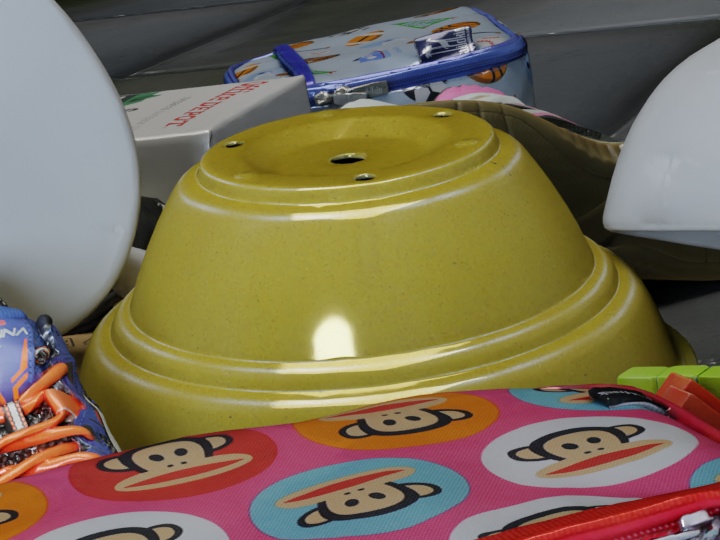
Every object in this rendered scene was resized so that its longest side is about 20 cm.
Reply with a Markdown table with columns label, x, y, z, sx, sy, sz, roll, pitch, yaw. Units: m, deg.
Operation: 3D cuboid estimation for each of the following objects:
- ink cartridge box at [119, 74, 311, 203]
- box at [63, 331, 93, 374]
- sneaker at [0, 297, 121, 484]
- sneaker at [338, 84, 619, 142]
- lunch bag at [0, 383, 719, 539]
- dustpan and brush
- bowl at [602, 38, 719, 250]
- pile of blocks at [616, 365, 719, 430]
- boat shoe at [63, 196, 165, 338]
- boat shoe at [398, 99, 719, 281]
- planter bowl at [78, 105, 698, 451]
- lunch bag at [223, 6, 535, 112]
| label | x | y | z | sx | sy | sz | roll | pitch | yaw |
| --- | --- | --- | --- | --- | --- | --- | --- | --- | --- |
| ink cartridge box | -0.125 | -0.023 | 1.117 | 0.199 | 0.085 | 0.146 | -6 | 12 | 15 |
| box | -0.052 | 0.040 | 0.903 | 0.199 | 0.021 | 0.163 | -9 | 12 | -10 |
| sneaker | -0.098 | 0.052 | 0.710 | 0.075 | 0.079 | 0.200 | -15 | 20 | -22 |
| sneaker | 0.045 | -0.033 | 1.077 | 0.086 | 0.081 | 0.200 | 10 | 24 | 28 |
| lunch bag | -0.002 | 0.087 | 0.497 | 0.199 | 0.082 | 0.176 | -13 | 16 | -17 |
| dustpan and brush | -0.101 | -0.016 | 0.863 | 0.057 | 0.140 | 0.200 | 3 | -16 | 45 |
| bowl | 0.197 | -0.034 | 0.820 | 0.200 | 0.075 | 0.199 | 6 | -1 | -39 |
| pile of blocks | 0.125 | 0.032 | 0.715 | 0.200 | 0.062 | 0.082 | -15 | 13 | -35 |
| boat shoe | -0.164 | 0.001 | 1.014 | 0.201 | 0.074 | 0.063 | -6 | -14 | 15 |
| boat shoe | 0.066 | -0.021 | 0.997 | 0.200 | 0.072 | 0.066 | 1 | -9 | -29 |
| planter bowl | 0.000 | 0.000 | 0.813 | 0.200 | 0.084 | 0.200 | -6 | 17 | 2 |
| lunch bag | 0.004 | -0.085 | 1.374 | 0.160 | 0.076 | 0.200 | -11 | 10 | -4 |
